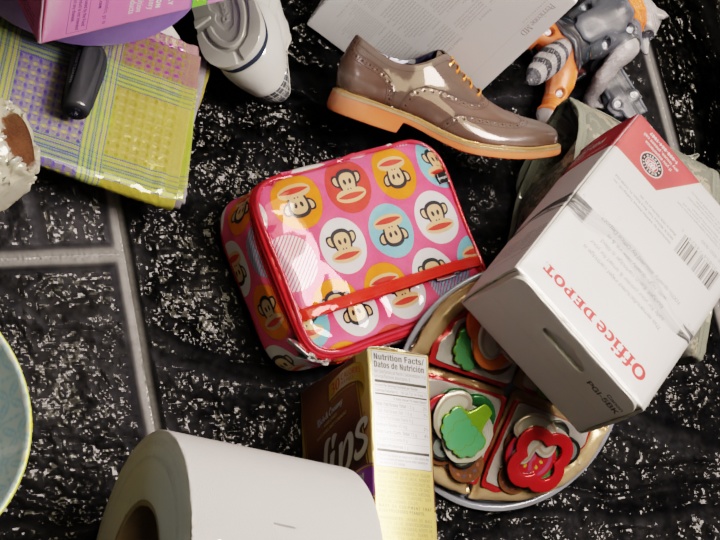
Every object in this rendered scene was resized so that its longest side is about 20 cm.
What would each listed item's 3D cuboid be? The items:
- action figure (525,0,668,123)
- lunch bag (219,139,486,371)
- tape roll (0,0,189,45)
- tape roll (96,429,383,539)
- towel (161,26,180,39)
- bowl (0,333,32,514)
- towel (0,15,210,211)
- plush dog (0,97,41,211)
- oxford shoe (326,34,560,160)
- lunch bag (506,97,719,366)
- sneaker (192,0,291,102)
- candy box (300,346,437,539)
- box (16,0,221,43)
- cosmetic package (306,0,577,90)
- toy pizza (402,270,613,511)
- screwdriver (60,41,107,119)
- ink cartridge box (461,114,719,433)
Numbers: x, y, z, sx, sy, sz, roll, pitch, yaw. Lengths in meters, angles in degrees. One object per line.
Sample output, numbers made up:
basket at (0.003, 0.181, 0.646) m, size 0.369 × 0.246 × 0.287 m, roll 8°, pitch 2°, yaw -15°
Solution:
action figure at (0.207, -0.181, 1.535) m, size 0.193 × 0.105 × 0.201 m, roll -36°, pitch 86°, yaw -25°
lunch bag at (0.000, 0.000, 1.356) m, size 0.199 × 0.082 × 0.178 m, roll -17°, pitch 84°, yaw -35°
tape roll at (-0.205, -0.272, 1.288) m, size 0.198 × 0.085 × 0.201 m, roll 8°, pitch 54°, yaw -11°
tape roll at (-0.090, 0.217, 1.137) m, size 0.138 × 0.203 × 0.204 m, roll 14°, pitch 64°, yaw -23°
towel at (-0.243, -0.225, 1.341) m, size 0.152 × 0.023 × 0.201 m, roll -32°, pitch 88°, yaw -34°
bowl at (-0.323, 0.108, 1.104) m, size 0.199 × 0.108 × 0.202 m, roll 12°, pitch 64°, yaw -25°
towel at (-0.212, -0.132, 1.294) m, size 0.198 × 0.023 × 0.145 m, roll 16°, pitch 64°, yaw -21°
plush dog at (-0.346, -0.072, 1.169) m, size 0.172 × 0.161 × 0.199 m, roll 48°, pitch 36°, yaw 18°
oxford shoe at (0.076, -0.140, 1.407) m, size 0.198 × 0.071 × 0.074 m, roll 14°, pitch 100°, yaw -11°
lunch bag at (0.216, -0.031, 1.465) m, size 0.163 × 0.117 × 0.202 m, roll 24°, pitch 66°, yaw -18°
sneaker at (-0.099, -0.229, 1.404) m, size 0.080 × 0.076 × 0.202 m, roll 36°, pitch 39°, yaw -50°
candy box at (0.005, 0.170, 1.261) m, size 0.056 × 0.117 × 0.202 m, roll 10°, pitch 64°, yaw -26°
box at (-0.162, -0.273, 1.190) m, size 0.199 × 0.097 × 0.177 m, roll -19°, pitch 63°, yaw -26°
cosmetic package at (0.069, -0.225, 1.410) m, size 0.150 × 0.200 × 0.052 m, roll 38°, pitch 49°, yaw -11°
toy pizza at (0.121, 0.096, 1.349) m, size 0.198 × 0.032 × 0.202 m, roll -4°, pitch 103°, yaw -18°
screwdriver at (-0.194, -0.200, 1.302) m, size 0.028 × 0.029 × 0.202 m, roll 21°, pitch 61°, yaw -18°
ink cartridge box at (0.191, 0.002, 1.317) m, size 0.147 × 0.083 × 0.200 m, roll 48°, pitch 55°, yaw -8°
